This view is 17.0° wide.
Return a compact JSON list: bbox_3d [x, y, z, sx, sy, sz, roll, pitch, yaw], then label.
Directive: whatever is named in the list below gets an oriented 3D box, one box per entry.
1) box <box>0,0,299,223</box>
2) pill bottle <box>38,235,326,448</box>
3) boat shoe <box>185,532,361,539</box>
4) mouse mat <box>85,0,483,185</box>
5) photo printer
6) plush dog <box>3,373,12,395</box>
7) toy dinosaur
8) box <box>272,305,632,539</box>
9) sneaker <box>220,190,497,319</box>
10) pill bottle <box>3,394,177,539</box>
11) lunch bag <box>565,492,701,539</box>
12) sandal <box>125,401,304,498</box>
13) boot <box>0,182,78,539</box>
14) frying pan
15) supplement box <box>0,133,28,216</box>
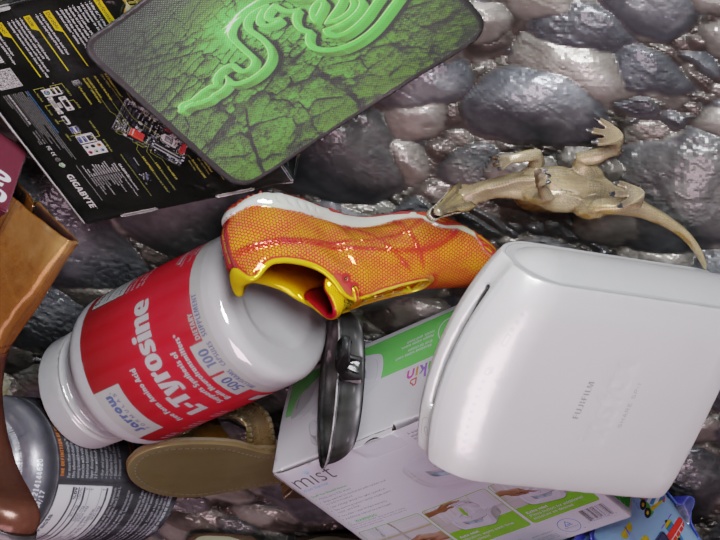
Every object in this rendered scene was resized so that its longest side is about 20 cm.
[{"bbox_3d":[-0.150,-0.120,1.517,0.159,0.050,0.200,-12,137,23],"label":"box"},{"bbox_3d":[-0.129,0.054,1.678,0.200,0.113,0.112,-25,130,37],"label":"pill bottle"},{"bbox_3d":[-0.051,0.261,1.951,0.201,0.075,0.075,-2,141,15],"label":"boat shoe"},{"bbox_3d":[-0.045,-0.140,1.451,0.200,0.008,0.161,-33,131,20],"label":"mouse mat"},{"bbox_3d":[0.139,0.066,1.580,0.199,0.070,0.167,9,117,-30],"label":"photo printer"},{"bbox_3d":[-0.357,0.070,1.746,0.199,0.161,0.173,9,118,2],"label":"plush dog"},{"bbox_3d":[0.145,-0.052,1.544,0.199,0.059,0.101,8,160,-13],"label":"toy dinosaur"},{"bbox_3d":[0.069,0.127,1.736,0.200,0.097,0.176,-25,130,37],"label":"box"},{"bbox_3d":[0.000,0.000,1.589,0.199,0.078,0.073,4,156,-22],"label":"sneaker"},{"bbox_3d":[-0.232,0.145,1.759,0.106,0.107,0.200,-20,162,33],"label":"pill bottle"},{"bbox_3d":[0.186,0.242,1.788,0.151,0.200,0.094,52,153,-19],"label":"lunch bag"},{"bbox_3d":[-0.092,0.124,1.803,0.211,0.070,0.078,9,142,-37],"label":"sandal"},{"bbox_3d":[-0.236,0.058,1.616,0.068,0.188,0.200,14,116,-47],"label":"boot"},{"bbox_3d":[-0.011,0.057,1.622,0.031,0.115,0.190,5,144,-7],"label":"frying pan"},{"bbox_3d":[-0.323,-0.046,1.587,0.109,0.061,0.200,34,135,-27],"label":"supplement box"}]
